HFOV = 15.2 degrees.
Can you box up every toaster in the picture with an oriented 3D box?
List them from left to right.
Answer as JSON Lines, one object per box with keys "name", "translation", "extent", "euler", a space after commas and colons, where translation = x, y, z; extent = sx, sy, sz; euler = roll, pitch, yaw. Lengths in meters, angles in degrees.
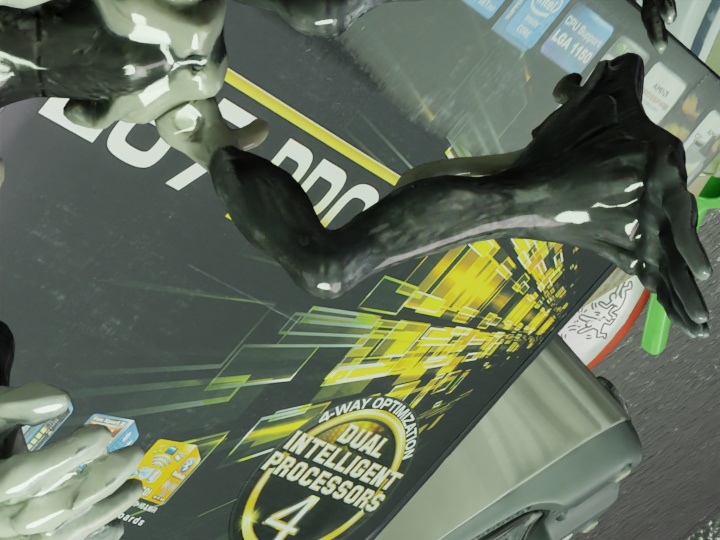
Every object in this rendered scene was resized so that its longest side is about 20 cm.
{"name": "toaster", "translation": [-0.014, 0.067, 0.898], "extent": [0.199, 0.130, 0.114], "euler": [-33, 166, -11]}

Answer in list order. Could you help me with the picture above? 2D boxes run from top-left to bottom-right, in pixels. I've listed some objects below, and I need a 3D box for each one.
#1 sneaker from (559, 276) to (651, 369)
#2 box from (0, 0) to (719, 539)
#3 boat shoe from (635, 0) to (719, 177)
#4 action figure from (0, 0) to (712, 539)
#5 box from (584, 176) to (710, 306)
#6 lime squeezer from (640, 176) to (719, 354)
{"name": "sneaker", "translation": [0.030, 0.025, 1.003], "extent": [0.201, 0.067, 0.108], "euler": [-47, 156, 22]}
{"name": "box", "translation": [-0.023, -0.018, 0.560], "extent": [0.161, 0.049, 0.200], "euler": [-50, 144, 7]}
{"name": "boat shoe", "translation": [0.106, -0.096, 0.688], "extent": [0.062, 0.072, 0.200], "euler": [10, 145, -6]}
{"name": "action figure", "translation": [-0.047, -0.025, 0.420], "extent": [0.198, 0.120, 0.102], "euler": [-6, -155, -4]}
{"name": "box", "translation": [0.000, 0.000, 0.811], "extent": [0.199, 0.078, 0.095], "euler": [-31, 167, -19]}
{"name": "lime squeezer", "translation": [0.134, -0.058, 0.963], "extent": [0.201, 0.038, 0.071], "euler": [-64, 170, 15]}
